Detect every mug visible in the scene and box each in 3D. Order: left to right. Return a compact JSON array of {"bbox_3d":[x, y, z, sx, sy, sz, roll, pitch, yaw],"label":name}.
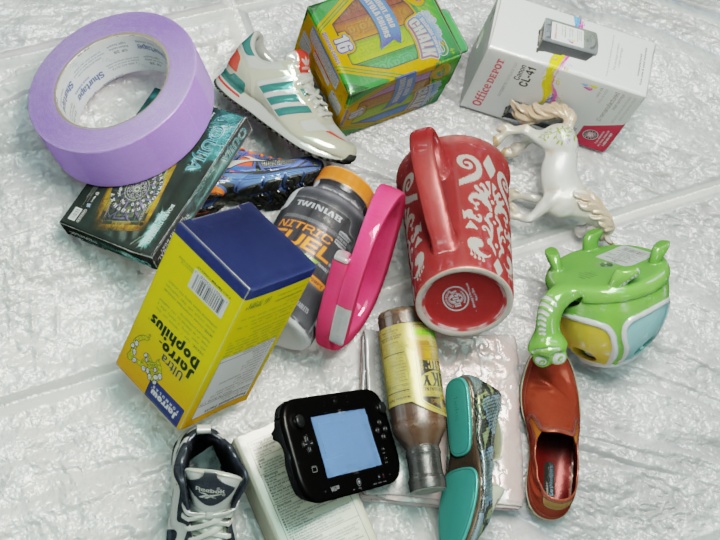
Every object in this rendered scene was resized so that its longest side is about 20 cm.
[{"bbox_3d":[0.092,-0.045,1.411,0.177,0.133,0.201,30,39,-28],"label":"mug"}]

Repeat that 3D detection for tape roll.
[{"bbox_3d":[-0.268,-0.194,1.431,0.198,0.066,0.201,-7,56,11],"label":"tape roll"}]

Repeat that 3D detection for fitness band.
[{"bbox_3d":[0.000,0.000,1.390,0.037,0.201,0.144,23,35,9],"label":"fitness band"}]

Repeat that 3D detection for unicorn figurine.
[{"bbox_3d":[0.232,-0.104,1.525,0.136,0.074,0.202,-3,107,16],"label":"unicorn figurine"}]

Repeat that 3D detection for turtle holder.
[{"bbox_3d":[0.277,0.044,1.448,0.140,0.133,0.186,3,24,22],"label":"turtle holder"}]

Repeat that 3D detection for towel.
[{"bbox_3d":[0.090,0.165,1.435,0.189,0.032,0.202,4,70,-10],"label":"towel"}]

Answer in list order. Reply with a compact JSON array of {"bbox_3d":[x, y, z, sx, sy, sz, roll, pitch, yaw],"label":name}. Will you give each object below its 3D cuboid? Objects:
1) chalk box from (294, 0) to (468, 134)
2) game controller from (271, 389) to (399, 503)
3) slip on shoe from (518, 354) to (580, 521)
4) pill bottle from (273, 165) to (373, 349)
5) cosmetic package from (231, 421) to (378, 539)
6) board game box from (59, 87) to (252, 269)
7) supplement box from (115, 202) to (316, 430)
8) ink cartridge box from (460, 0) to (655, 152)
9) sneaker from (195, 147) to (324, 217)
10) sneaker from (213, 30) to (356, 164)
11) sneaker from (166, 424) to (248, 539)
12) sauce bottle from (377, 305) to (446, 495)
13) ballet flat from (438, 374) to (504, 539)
[{"bbox_3d":[0.038,-0.265,1.532,0.199,0.124,0.125,-23,77,-18],"label":"chalk box"},{"bbox_3d":[-0.020,0.179,1.311,0.200,0.042,0.105,1,61,-60],"label":"game controller"},{"bbox_3d":[0.219,0.179,1.441,0.073,0.061,0.202,7,67,-7],"label":"slip on shoe"},{"bbox_3d":[-0.058,-0.020,1.433,0.106,0.106,0.201,29,67,0],"label":"pill bottle"},{"bbox_3d":[-0.054,0.257,1.349,0.103,0.073,0.201,-19,75,-18],"label":"cosmetic package"},{"bbox_3d":[-0.226,-0.105,1.420,0.134,0.028,0.201,20,66,26],"label":"board game box"},{"bbox_3d":[-0.151,0.047,1.316,0.109,0.201,0.109,42,33,20],"label":"supplement box"},{"bbox_3d":[0.236,-0.237,1.551,0.198,0.148,0.086,16,66,-4],"label":"ink cartridge box"},{"bbox_3d":[-0.138,-0.116,1.471,0.198,0.075,0.079,-6,68,-15],"label":"sneaker"},{"bbox_3d":[-0.075,-0.204,1.483,0.199,0.070,0.094,36,103,18],"label":"sneaker"},{"bbox_3d":[-0.156,0.249,1.300,0.079,0.130,0.201,3,69,-8],"label":"sneaker"},{"bbox_3d":[0.060,0.141,1.387,0.064,0.065,0.202,-4,72,-13],"label":"sauce bottle"},{"bbox_3d":[0.127,0.214,1.378,0.074,0.074,0.202,8,74,-9],"label":"ballet flat"}]
